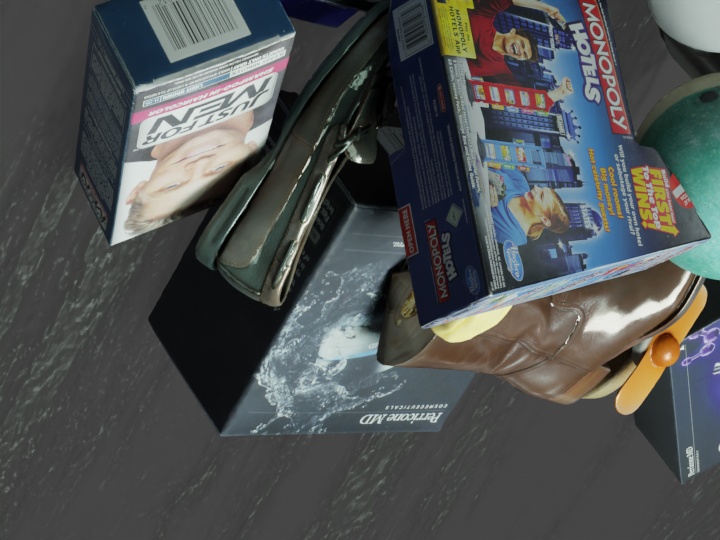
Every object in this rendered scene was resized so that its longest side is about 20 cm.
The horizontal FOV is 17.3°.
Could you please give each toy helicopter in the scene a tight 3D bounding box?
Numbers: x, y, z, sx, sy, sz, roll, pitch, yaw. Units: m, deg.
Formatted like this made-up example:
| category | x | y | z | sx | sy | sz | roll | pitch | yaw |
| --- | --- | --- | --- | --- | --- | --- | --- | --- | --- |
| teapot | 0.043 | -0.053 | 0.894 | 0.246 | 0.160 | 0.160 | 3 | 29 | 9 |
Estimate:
| category | x | y | z | sx | sy | sz | roll | pitch | yaw |
| --- | --- | --- | --- | --- | --- | --- | --- | --- | --- |
| toy helicopter | 0.191 | 0.008 | 1.622 | 0.079 | 0.132 | 0.200 | 9 | 126 | -40 |

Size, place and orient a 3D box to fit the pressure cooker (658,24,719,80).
| category | x | y | z | sx | sy | sz | roll | pitch | yaw |
| --- | --- | --- | --- | --- | --- | --- | --- | --- | --- |
| pressure cooker | 0.313 | -0.149 | 1.570 | 0.179 | 0.200 | 0.176 | -29 | 143 | -10 |

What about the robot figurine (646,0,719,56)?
| category | x | y | z | sx | sy | sz | roll | pitch | yaw |
| --- | --- | --- | --- | --- | --- | --- | --- | --- | --- |
| robot figurine | 0.216 | -0.211 | 1.419 | 0.200 | 0.169 | 0.113 | 66 | 38 | -51 |

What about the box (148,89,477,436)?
| category | x | y | z | sx | sy | sz | roll | pitch | yaw |
| --- | --- | --- | --- | --- | --- | --- | --- | --- | --- |
| box | 0.000 | 0.000 | 1.555 | 0.197 | 0.117 | 0.200 | 2 | 130 | -41 |

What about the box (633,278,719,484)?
| category | x | y | z | sx | sy | sz | roll | pitch | yaw |
| --- | --- | --- | --- | --- | --- | --- | --- | --- | --- |
| box | 0.290 | 0.062 | 1.893 | 0.141 | 0.079 | 0.200 | -26 | 143 | -8 |

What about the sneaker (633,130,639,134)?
| category | x | y | z | sx | sy | sz | roll | pitch | yaw |
| --- | --- | --- | --- | --- | --- | --- | --- | --- | --- |
| sneaker | 0.219 | -0.041 | 1.708 | 0.200 | 0.090 | 0.078 | 8 | 128 | -41 |

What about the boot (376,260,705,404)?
| category | x | y | z | sx | sy | sz | roll | pitch | yaw |
| --- | --- | --- | --- | --- | --- | --- | --- | --- | --- |
| boot | 0.119 | 0.005 | 1.515 | 0.200 | 0.064 | 0.186 | 19 | 115 | -45 |

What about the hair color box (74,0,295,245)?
| category | x | y | z | sx | sy | sz | roll | pitch | yaw |
| --- | --- | --- | --- | --- | --- | --- | --- | --- | --- |
| hair color box | -0.104 | -0.095 | 1.360 | 0.100 | 0.061 | 0.200 | -22 | 162 | -18 |

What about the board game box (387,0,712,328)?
| category | x | y | z | sx | sy | sz | roll | pitch | yaw |
| --- | --- | --- | --- | --- | --- | --- | --- | --- | --- |
| board game box | 0.109 | -0.064 | 1.378 | 0.200 | 0.200 | 0.062 | 6 | 158 | -41 |

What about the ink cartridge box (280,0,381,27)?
| category | x | y | z | sx | sy | sz | roll | pitch | yaw |
| --- | --- | --- | --- | --- | --- | --- | --- | --- | --- |
| ink cartridge box | -0.015 | -0.196 | 1.340 | 0.198 | 0.043 | 0.200 | 8 | 145 | -43 |

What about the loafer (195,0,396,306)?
| category | x | y | z | sx | sy | sz | roll | pitch | yaw |
| --- | --- | --- | --- | --- | --- | --- | --- | --- | --- |
| loafer | -0.018 | -0.068 | 1.402 | 0.200 | 0.063 | 0.072 | -53 | 169 | 17 |

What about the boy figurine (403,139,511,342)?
| category | x | y | z | sx | sy | sz | roll | pitch | yaw |
| --- | --- | --- | --- | --- | --- | --- | --- | --- | --- |
| boy figurine | 0.080 | -0.041 | 1.439 | 0.124 | 0.200 | 0.064 | 22 | 140 | -19 |

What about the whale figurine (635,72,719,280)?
| category | x | y | z | sx | sy | sz | roll | pitch | yaw |
| --- | --- | --- | --- | --- | --- | --- | --- | --- | --- |
| whale figurine | 0.268 | -0.056 | 1.460 | 0.200 | 0.104 | 0.159 | -6 | 124 | 3 |
